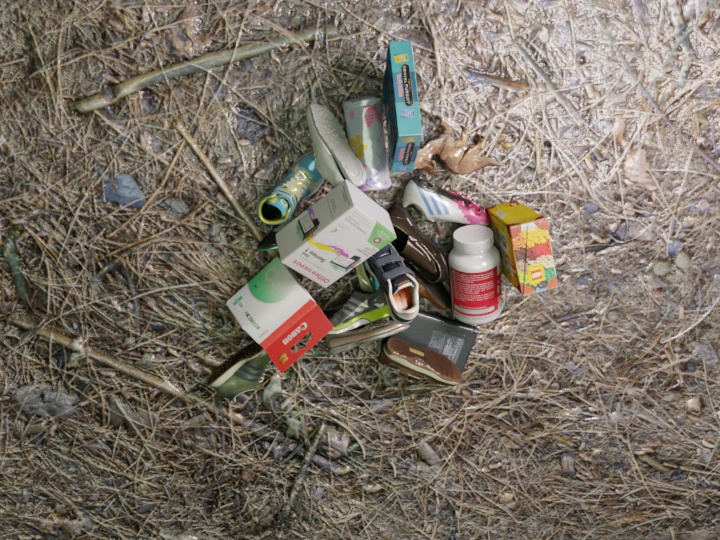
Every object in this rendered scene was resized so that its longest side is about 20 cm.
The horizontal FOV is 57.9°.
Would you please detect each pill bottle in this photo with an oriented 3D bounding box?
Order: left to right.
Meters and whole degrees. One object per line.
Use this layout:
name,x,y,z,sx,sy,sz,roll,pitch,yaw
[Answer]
pill bottle,0.250,0.008,1.419,0.112,0.112,0.201,-10,120,-1

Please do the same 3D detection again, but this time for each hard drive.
hard drive,0.159,0.170,1.521,0.199,0.033,0.140,17,104,-9

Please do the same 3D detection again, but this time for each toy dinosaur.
toy dinosaur,0.195,-0.239,1.380,0.199,0.086,0.136,22,104,-15

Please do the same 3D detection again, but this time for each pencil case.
pencil case,0.015,-0.265,1.358,0.083,0.091,0.201,3,108,31

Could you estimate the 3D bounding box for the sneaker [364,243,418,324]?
sneaker,0.070,0.010,1.357,0.078,0.079,0.201,-23,80,-16

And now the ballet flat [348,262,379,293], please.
ballet flat,0.000,0.000,1.447,0.069,0.069,0.201,-14,107,0

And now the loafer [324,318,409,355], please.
loafer,0.009,0.135,1.470,0.199,0.072,0.063,-21,83,15

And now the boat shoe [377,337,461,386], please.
boat shoe,0.132,0.219,1.488,0.202,0.075,0.075,27,126,-12

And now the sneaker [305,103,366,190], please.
sneaker,-0.068,-0.244,1.326,0.080,0.076,0.201,-31,81,44

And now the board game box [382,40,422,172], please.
board game box,0.080,-0.315,1.268,0.047,0.151,0.201,-4,73,-4

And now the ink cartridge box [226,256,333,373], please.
ink cartridge box,-0.178,0.096,1.414,0.161,0.050,0.200,-41,68,7

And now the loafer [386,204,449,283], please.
loafer,0.109,-0.046,1.411,0.200,0.071,0.073,49,137,3

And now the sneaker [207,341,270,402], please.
sneaker,-0.246,0.227,1.495,0.200,0.067,0.090,-35,113,6

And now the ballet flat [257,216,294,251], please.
ballet flat,-0.128,-0.087,1.412,0.199,0.068,0.069,-8,97,-13

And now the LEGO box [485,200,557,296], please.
LEGO box,0.338,-0.053,1.382,0.077,0.200,0.149,-15,107,1

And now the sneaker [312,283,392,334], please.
sneaker,-0.015,0.085,1.421,0.199,0.074,0.081,-20,86,8

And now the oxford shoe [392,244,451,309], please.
oxford shoe,0.122,0.026,1.468,0.200,0.071,0.071,39,124,-12

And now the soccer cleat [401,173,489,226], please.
soccer cleat,0.183,-0.135,1.424,0.199,0.070,0.086,26,120,-10

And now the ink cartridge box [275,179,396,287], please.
ink cartridge box,-0.052,-0.070,1.328,0.200,0.084,0.145,-35,138,22

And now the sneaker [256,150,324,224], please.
sneaker,-0.137,-0.166,1.350,0.080,0.131,0.200,43,98,-14
